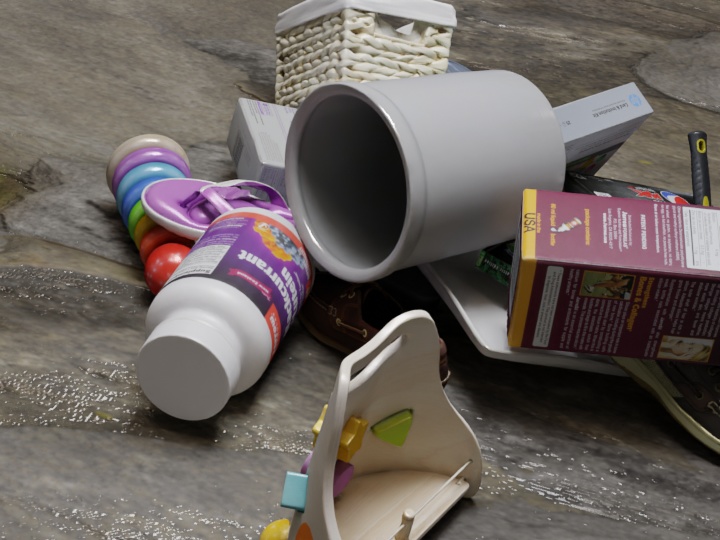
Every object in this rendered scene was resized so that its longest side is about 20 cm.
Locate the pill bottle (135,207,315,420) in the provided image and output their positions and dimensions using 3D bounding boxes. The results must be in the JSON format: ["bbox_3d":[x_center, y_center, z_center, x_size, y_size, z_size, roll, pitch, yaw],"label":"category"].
[{"bbox_3d":[-0.117,0.038,1.303,0.111,0.112,0.200,13,33,10],"label":"pill bottle"}]

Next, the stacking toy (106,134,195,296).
[{"bbox_3d":[-0.191,-0.045,1.458,0.085,0.086,0.201,-3,37,-16],"label":"stacking toy"}]

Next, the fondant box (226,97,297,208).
[{"bbox_3d":[-0.028,-0.105,1.569,0.199,0.059,0.145,8,30,-19],"label":"fondant box"}]

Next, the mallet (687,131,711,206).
[{"bbox_3d":[0.341,-0.034,1.471,0.065,0.202,0.041,8,-12,-14],"label":"mallet"}]

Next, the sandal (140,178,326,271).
[{"bbox_3d":[-0.102,-0.057,1.418,0.201,0.050,0.083,15,36,-4],"label":"sandal"}]

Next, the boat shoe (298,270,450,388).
[{"bbox_3d":[0.012,0.045,1.360,0.070,0.071,0.200,-21,40,-33],"label":"boat shoe"}]

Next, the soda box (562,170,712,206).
[{"bbox_3d":[0.272,-0.043,1.503,0.199,0.071,0.063,7,26,-36],"label":"soda box"}]

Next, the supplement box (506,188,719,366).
[{"bbox_3d":[0.227,0.007,1.275,0.198,0.111,0.086,5,47,1],"label":"supplement box"}]

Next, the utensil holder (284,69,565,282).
[{"bbox_3d":[0.059,-0.091,1.353,0.199,0.171,0.170,-13,36,-41],"label":"utensil holder"}]

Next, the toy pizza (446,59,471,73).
[{"bbox_3d":[0.159,-0.163,1.690,0.200,0.032,0.200,35,16,-11],"label":"toy pizza"}]

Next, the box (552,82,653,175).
[{"bbox_3d":[0.176,-0.096,1.503,0.155,0.200,0.041,-20,71,-37],"label":"box"}]

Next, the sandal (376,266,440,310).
[{"bbox_3d":[0.000,0.000,1.465,0.199,0.043,0.076,24,27,36],"label":"sandal"}]

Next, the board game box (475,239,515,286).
[{"bbox_3d":[0.191,-0.007,1.464,0.104,0.024,0.200,29,23,18],"label":"board game box"}]

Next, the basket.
[{"bbox_3d":[-0.002,-0.221,1.642,0.135,0.124,0.200,9,-7,-25],"label":"basket"}]

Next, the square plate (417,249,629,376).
[{"bbox_3d":[0.150,0.035,1.402,0.197,0.029,0.200,10,28,-30],"label":"square plate"}]

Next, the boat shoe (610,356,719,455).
[{"bbox_3d":[0.293,0.092,1.319,0.201,0.066,0.072,41,34,26],"label":"boat shoe"}]

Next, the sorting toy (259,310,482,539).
[{"bbox_3d":[0.007,0.126,1.122,0.106,0.181,0.200,24,35,25],"label":"sorting toy"}]
